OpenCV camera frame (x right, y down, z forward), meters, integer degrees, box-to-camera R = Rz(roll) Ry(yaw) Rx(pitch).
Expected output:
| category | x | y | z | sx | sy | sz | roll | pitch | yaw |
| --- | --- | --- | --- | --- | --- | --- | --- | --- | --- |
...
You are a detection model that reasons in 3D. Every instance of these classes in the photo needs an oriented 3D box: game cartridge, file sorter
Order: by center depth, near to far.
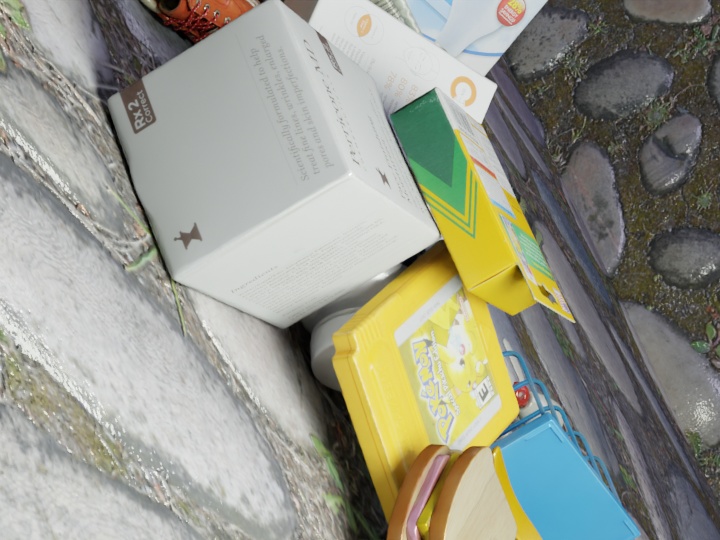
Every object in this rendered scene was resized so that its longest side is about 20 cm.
| category | x | y | z | sx | sy | sz | roll | pitch | yaw |
| --- | --- | --- | --- | --- | --- | --- | --- | --- | --- |
| game cartridge | 0.057 | 0.091 | 1.418 | 0.200 | 0.032 | 0.178 | -41 | 118 | -51 |
| file sorter | 0.157 | 0.197 | 1.669 | 0.200 | 0.138 | 0.123 | 50 | 14 | -37 |

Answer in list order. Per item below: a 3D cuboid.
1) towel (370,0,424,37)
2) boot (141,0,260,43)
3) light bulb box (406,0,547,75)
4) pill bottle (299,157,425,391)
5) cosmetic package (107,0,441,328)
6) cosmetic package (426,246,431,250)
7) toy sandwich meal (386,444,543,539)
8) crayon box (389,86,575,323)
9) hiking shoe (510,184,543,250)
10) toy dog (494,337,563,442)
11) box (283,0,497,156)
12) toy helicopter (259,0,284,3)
| category | x | y | z | sx | sy | sz | roll | pitch | yaw |
| --- | --- | --- | --- | --- | --- | --- | --- | --- | --- |
| towel | -0.036 | -0.252 | 1.754 | 0.201 | 0.192 | 0.035 | 57 | 39 | -19 |
| boot | -0.150 | -0.238 | 1.577 | 0.200 | 0.075 | 0.108 | 49 | 24 | -23 |
| light bulb box | 0.078 | -0.316 | 1.895 | 0.198 | 0.200 | 0.125 | 35 | 9 | -35 |
| pill bottle | 0.000 | 0.000 | 1.501 | 0.120 | 0.119 | 0.201 | 46 | 33 | -47 |
| cosmetic package | -0.065 | -0.078 | 1.349 | 0.166 | 0.164 | 0.200 | 66 | 15 | 21 |
| cosmetic package | 0.051 | 0.067 | 1.602 | 0.085 | 0.107 | 0.200 | 57 | 13 | -25 |
| toy sandwich meal | 0.091 | 0.229 | 1.359 | 0.204 | 0.070 | 0.207 | 15 | 71 | -52 |
| crayon box | 0.102 | -0.042 | 1.429 | 0.201 | 0.051 | 0.126 | 66 | 15 | 20 |
| hiking shoe | 0.131 | -0.035 | 1.690 | 0.101 | 0.075 | 0.200 | 64 | 15 | -13 |
| toy dog | 0.121 | 0.111 | 1.804 | 0.096 | 0.132 | 0.201 | 5 | -51 | 59 |
| box | 0.007 | -0.163 | 1.593 | 0.199 | 0.125 | 0.097 | 30 | -16 | -22 |
| toy helicopter | -0.087 | -0.277 | 1.662 | 0.200 | 0.131 | 0.079 | 66 | 4 | -54 |
